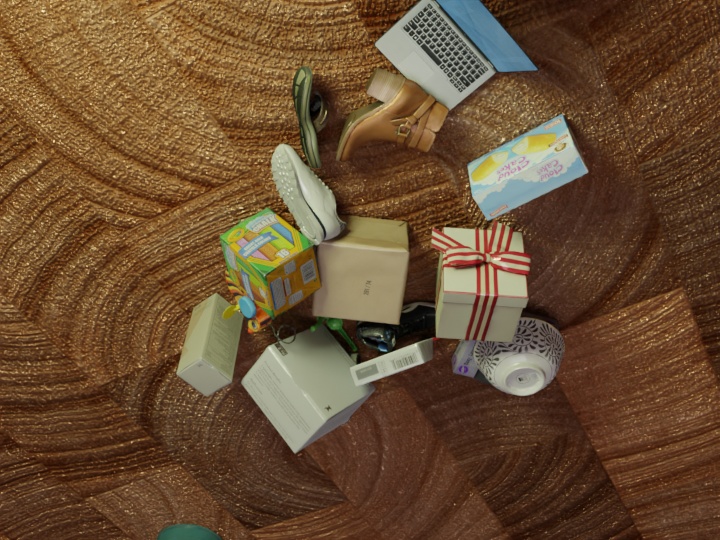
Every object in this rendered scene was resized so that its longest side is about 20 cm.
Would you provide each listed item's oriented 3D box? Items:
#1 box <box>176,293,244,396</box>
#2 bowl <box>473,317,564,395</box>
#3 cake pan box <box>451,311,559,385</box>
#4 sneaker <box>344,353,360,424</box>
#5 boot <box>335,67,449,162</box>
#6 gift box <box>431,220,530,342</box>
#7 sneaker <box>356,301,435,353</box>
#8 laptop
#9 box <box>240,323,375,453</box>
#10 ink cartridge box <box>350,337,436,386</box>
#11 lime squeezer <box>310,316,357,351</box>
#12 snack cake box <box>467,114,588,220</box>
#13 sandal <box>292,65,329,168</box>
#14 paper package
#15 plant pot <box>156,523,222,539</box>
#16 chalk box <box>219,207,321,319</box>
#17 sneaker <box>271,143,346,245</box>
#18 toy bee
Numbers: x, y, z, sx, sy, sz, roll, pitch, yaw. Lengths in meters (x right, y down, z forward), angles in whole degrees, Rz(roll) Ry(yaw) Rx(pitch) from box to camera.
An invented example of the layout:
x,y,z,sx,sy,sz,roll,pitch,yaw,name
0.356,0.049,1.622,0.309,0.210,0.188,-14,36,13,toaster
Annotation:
x,y,z,sx,sy,sz,roll,pitch,yaw,name
-0.316,0.156,1.675,0.078,0.201,0.095,-31,121,24,box
0.347,0.206,1.696,0.199,0.094,0.202,1,129,1,bowl
0.319,0.172,1.761,0.183,0.052,0.201,16,127,-8,cake pan box
-0.051,0.272,1.845,0.089,0.079,0.201,8,120,5,sneaker
0.054,-0.249,1.423,0.154,0.074,0.200,25,124,-14,boot
0.228,0.012,1.561,0.183,0.201,0.187,0,144,-3,gift box
0.089,0.131,1.697,0.199,0.112,0.073,-3,129,4,sneaker
0.155,-0.357,1.312,0.200,0.116,0.187,-36,118,26,laptop
-0.110,0.248,1.695,0.199,0.200,0.131,50,123,14,box
0.085,0.196,1.707,0.159,0.200,0.048,-23,81,18,ink cartridge box
-0.059,0.122,1.729,0.038,0.071,0.200,-39,149,10,lime squeezer
0.301,-0.187,1.439,0.199,0.115,0.067,-26,122,20,snack cake box
-0.084,-0.278,1.418,0.057,0.080,0.202,-14,135,-8,sandal
0.000,0.000,1.605,0.189,0.104,0.201,5,129,-2,paper package
-0.499,0.859,2.239,0.199,0.188,0.201,1,128,1,plant pot
-0.189,-0.027,1.546,0.124,0.200,0.125,-34,140,-25,chalk box
-0.100,-0.151,1.498,0.076,0.080,0.201,-14,103,59,sneaker
-0.230,0.086,1.658,0.130,0.201,0.109,-6,156,-29,toy bee
